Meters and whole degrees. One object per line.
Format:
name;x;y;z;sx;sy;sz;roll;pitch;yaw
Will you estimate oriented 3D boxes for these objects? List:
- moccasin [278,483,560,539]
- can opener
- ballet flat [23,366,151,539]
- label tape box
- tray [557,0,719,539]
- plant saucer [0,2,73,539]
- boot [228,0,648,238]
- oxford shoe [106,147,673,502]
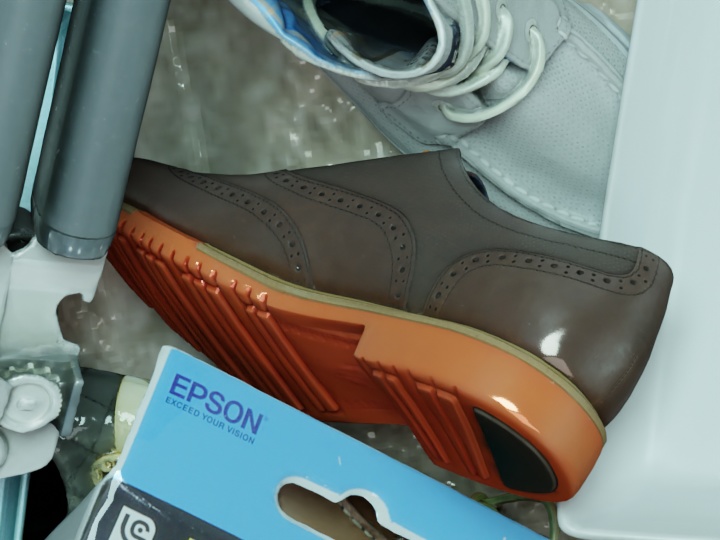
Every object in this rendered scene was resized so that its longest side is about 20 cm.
moccasin;0.037;0.104;0.870;0.201;0.074;0.078;42;89;-10
can opener;-0.090;-0.029;0.751;0.052;0.067;0.201;5;123;-21
ballet flat;-0.142;0.070;0.860;0.198;0.057;0.067;-8;110;1
label tape box;-0.040;0.143;0.797;0.143;0.066;0.201;27;72;-16
tray;0.121;-0.016;0.788;0.107;0.022;0.201;3;68;20
plant saucer;-0.125;0.019;0.832;0.069;0.019;0.202;7;88;-4
boot;0.018;-0.061;0.799;0.200;0.096;0.074;37;104;-13
oxford shoe;0.000;0.000;0.803;0.073;0.199;0.071;-54;142;-18
